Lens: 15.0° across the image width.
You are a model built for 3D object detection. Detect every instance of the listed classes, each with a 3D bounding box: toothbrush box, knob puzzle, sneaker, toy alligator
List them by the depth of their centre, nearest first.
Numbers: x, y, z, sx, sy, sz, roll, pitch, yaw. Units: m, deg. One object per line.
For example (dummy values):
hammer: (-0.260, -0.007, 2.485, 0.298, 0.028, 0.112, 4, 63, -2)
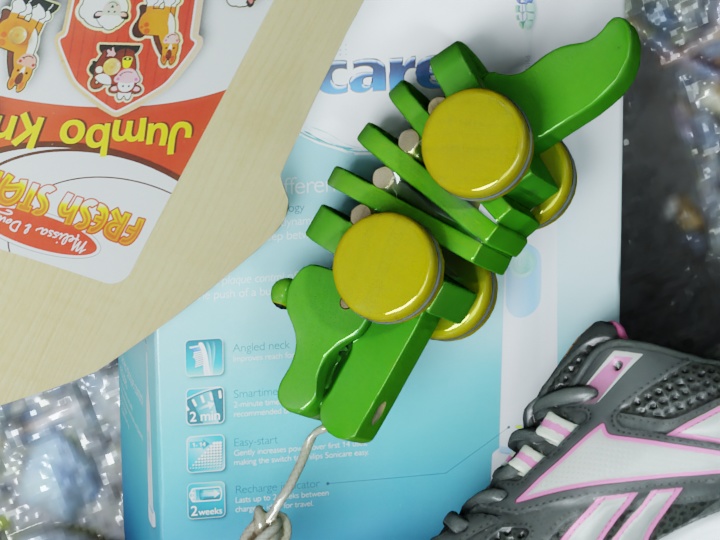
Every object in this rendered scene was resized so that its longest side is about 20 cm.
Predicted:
knob puzzle: (-0.106, -0.044, 0.732, 0.219, 0.030, 0.220, -13, 124, -21)
toy alligator: (0.003, 0.002, 0.771, 0.054, 0.059, 0.200, 38, 96, 21)
sneaker: (0.070, 0.062, 0.804, 0.199, 0.080, 0.087, -22, 89, -10)
toothbrush box: (0.000, 0.000, 0.840, 0.146, 0.085, 0.201, -5, 108, -13)
